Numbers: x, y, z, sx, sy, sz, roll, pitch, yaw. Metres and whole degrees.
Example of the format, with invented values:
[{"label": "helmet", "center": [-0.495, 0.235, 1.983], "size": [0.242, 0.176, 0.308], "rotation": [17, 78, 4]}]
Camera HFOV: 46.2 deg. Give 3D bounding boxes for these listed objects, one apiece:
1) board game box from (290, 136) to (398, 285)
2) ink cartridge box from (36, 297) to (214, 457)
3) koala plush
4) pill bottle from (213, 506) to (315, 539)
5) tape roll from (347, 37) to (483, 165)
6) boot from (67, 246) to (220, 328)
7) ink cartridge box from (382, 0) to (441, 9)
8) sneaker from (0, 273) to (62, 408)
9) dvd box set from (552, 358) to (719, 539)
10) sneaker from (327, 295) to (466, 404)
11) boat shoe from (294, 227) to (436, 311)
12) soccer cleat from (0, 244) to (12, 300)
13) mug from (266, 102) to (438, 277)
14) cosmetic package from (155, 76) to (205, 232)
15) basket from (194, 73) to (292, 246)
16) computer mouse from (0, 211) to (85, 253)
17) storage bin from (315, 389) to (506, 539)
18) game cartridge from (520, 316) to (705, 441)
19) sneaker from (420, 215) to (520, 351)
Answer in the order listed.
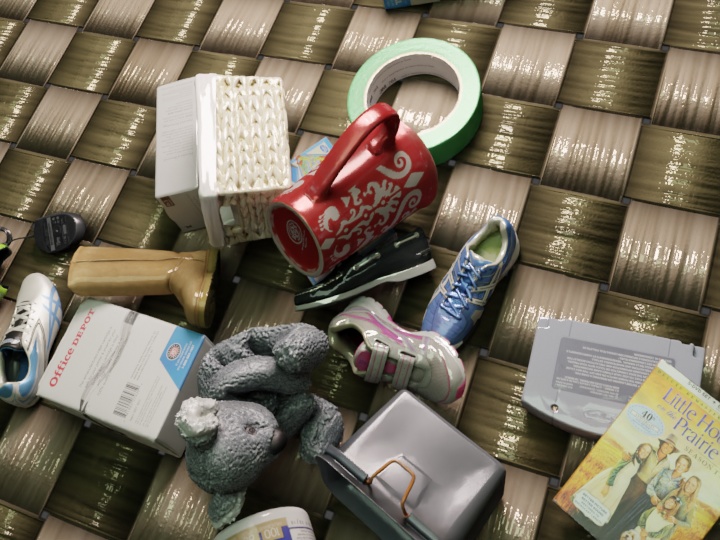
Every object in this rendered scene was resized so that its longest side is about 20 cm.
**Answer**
[{"label": "board game box", "center": [-0.052, -0.079, 1.191], "size": [0.133, 0.034, 0.201], "rotation": [-32, 61, -3]}, {"label": "ink cartridge box", "center": [-0.301, 0.139, 1.116], "size": [0.196, 0.084, 0.147], "rotation": [15, 68, 22]}, {"label": "koala plush", "center": [-0.137, 0.181, 0.971], "size": [0.180, 0.181, 0.201], "rotation": [0, 29, 20]}, {"label": "pill bottle", "center": [-0.085, 0.377, 0.922], "size": [0.118, 0.120, 0.203], "rotation": [-23, 61, 2]}, {"label": "tape roll", "center": [0.080, -0.245, 1.233], "size": [0.196, 0.048, 0.204], "rotation": [-6, 62, 11]}, {"label": "boot", "center": [-0.291, 0.022, 1.130], "size": [0.195, 0.068, 0.176], "rotation": [1, 23, -5]}, {"label": "ink cartridge box", "center": [0.127, -0.507, 1.330], "size": [0.195, 0.085, 0.149], "rotation": [-4, 63, 11]}, {"label": "sneaker", "center": [-0.471, 0.090, 1.192], "size": [0.070, 0.073, 0.204], "rotation": [-10, 61, 11]}, {"label": "dvd box set", "center": [0.326, 0.221, 0.918], "size": [0.146, 0.029, 0.201], "rotation": [39, 88, 19]}, {"label": "sneaker", "center": [0.036, 0.109, 1.031], "size": [0.198, 0.083, 0.088], "rotation": [26, 30, 31]}, {"label": "boat shoe", "center": [0.000, 0.000, 1.102], "size": [0.196, 0.076, 0.062], "rotation": [-19, 91, -14]}, {"label": "soccer cleat", "center": [-0.566, 0.048, 1.238], "size": [0.079, 0.068, 0.204], "rotation": [0, 66, 7]}, {"label": "mug", "center": [-0.020, -0.108, 1.064], "size": [0.199, 0.180, 0.132], "rotation": [-37, 35, -28]}, {"label": "cosmetic package", "center": [-0.253, -0.173, 1.251], "size": [0.072, 0.102, 0.204], "rotation": [-13, 62, 8]}, {"label": "basket", "center": [-0.155, -0.153, 1.147], "size": [0.120, 0.136, 0.204], "rotation": [-5, 63, -5]}, {"label": "computer mouse", "center": [-0.505, -0.049, 1.297], "size": [0.196, 0.034, 0.060], "rotation": [-9, 86, 15]}, {"label": "storage bin", "center": [0.065, 0.234, 0.953], "size": [0.199, 0.147, 0.134], "rotation": [34, 65, 26]}, {"label": "game cartridge", "center": [0.295, 0.135, 0.995], "size": [0.196, 0.041, 0.135], "rotation": [11, 64, 19]}, {"label": "sneaker", "center": [0.134, 0.015, 1.072], "size": [0.075, 0.077, 0.202], "rotation": [25, 74, 22]}]
